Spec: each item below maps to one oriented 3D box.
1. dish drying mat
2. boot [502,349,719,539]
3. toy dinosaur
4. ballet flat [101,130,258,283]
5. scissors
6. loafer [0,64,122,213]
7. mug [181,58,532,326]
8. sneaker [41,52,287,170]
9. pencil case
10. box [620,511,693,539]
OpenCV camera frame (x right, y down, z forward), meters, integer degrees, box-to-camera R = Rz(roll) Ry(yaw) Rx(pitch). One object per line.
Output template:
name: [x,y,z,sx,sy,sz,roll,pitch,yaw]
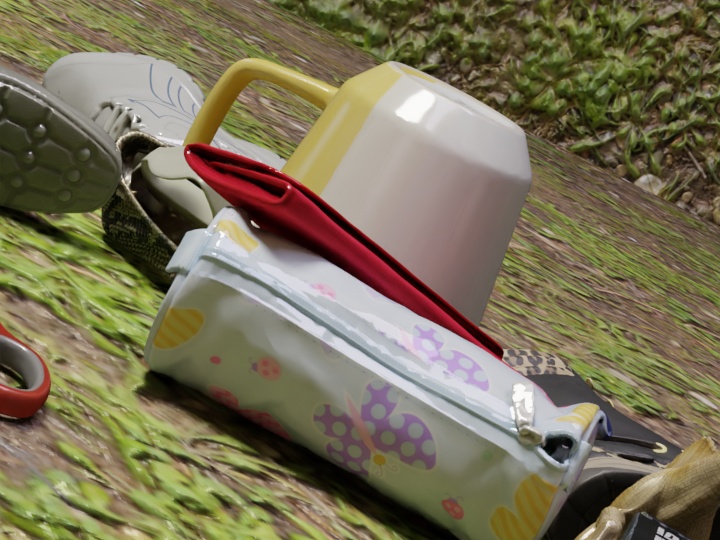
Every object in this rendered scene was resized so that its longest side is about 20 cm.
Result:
dish drying mat: [0.000,0.000,1.035,0.077,0.018,0.200,20,-13,43]
boot: [0.140,0.107,1.113,0.200,0.073,0.151,16,15,-33]
toy dinosaur: [0.119,0.097,0.880,0.058,0.200,0.101,44,48,-3]
ballet flat: [-0.069,-0.015,1.123,0.068,0.075,0.200,-27,43,-29]
scissors: [-0.156,0.018,0.904,0.073,0.014,0.200,24,9,-9]
loafer: [-0.213,-0.088,1.122,0.200,0.070,0.070,26,18,-14]
mug: [0.001,-0.035,1.199,0.186,0.153,0.149,26,10,-14]
sneaker: [-0.120,-0.076,1.333,0.200,0.075,0.087,33,15,27]
pencil case: [0.005,0.051,0.966,0.200,0.083,0.091,29,-8,8]
box: [0.131,0.167,0.702,0.164,0.086,0.200,29,9,9]
